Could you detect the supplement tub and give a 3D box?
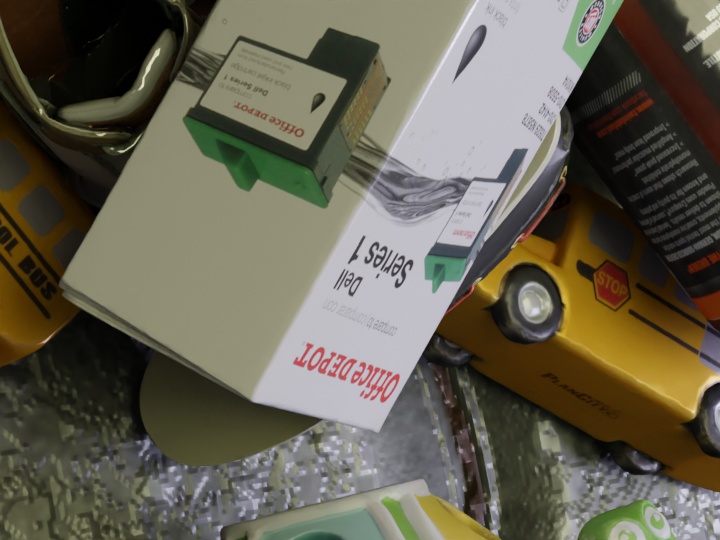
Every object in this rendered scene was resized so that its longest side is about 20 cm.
[{"bbox_3d":[0.151,-0.047,0.992,0.107,0.107,0.200,-39,95,-33],"label":"supplement tub"}]

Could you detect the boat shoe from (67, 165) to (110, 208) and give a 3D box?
[{"bbox_3d":[-0.028,-0.059,0.995,0.199,0.067,0.057,-4,59,-29],"label":"boat shoe"}]

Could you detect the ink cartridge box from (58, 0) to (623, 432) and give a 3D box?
[{"bbox_3d":[0.002,-0.052,0.856,0.084,0.146,0.201,30,93,19],"label":"ink cartridge box"}]

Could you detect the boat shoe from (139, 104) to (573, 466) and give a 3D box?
[{"bbox_3d":[0.002,0.002,0.957,0.201,0.063,0.074,-44,75,6],"label":"boat shoe"}]

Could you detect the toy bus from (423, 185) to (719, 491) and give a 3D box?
[{"bbox_3d":[0.111,0.028,1.053,0.199,0.065,0.079,30,64,-24],"label":"toy bus"}]

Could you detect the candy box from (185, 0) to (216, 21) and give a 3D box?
[{"bbox_3d":[-0.064,-0.142,0.903,0.115,0.200,0.056,-1,60,-33],"label":"candy box"}]

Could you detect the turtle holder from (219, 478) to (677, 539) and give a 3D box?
[{"bbox_3d":[0.018,0.143,0.907,0.141,0.185,0.133,-4,79,-58],"label":"turtle holder"}]

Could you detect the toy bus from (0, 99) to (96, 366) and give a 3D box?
[{"bbox_3d":[-0.178,-0.053,0.891,0.200,0.065,0.078,52,57,-13],"label":"toy bus"}]

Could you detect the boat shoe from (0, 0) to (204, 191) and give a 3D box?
[{"bbox_3d":[-0.089,-0.070,0.854,0.075,0.068,0.200,-45,136,3],"label":"boat shoe"}]
